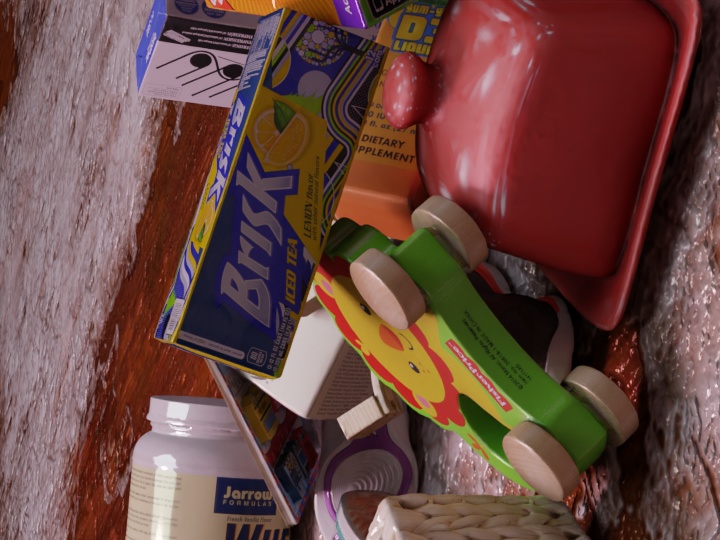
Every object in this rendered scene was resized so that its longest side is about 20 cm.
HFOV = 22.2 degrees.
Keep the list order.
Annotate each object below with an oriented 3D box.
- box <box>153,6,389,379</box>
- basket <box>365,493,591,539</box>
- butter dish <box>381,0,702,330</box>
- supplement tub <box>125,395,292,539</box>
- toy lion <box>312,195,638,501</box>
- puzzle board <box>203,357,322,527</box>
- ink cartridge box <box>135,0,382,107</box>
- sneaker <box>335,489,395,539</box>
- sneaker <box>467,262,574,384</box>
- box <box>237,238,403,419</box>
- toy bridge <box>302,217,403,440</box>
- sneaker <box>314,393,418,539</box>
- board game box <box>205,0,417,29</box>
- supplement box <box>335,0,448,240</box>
[{"bbox_3d":[-0.052,-0.043,1.054,0.064,0.070,0.201,-178,106,-74],"label":"box"},{"bbox_3d":[0.059,0.232,1.033,0.124,0.135,0.201,-114,35,-48],"label":"basket"},{"bbox_3d":[0.083,-0.094,1.041,0.200,0.147,0.201,-125,45,-61],"label":"butter dish"},{"bbox_3d":[-0.128,0.212,1.568,0.145,0.144,0.201,-179,94,-71],"label":"supplement tub"},{"bbox_3d":[0.049,0.048,1.064,0.200,0.069,0.192,48,162,2],"label":"toy lion"},{"bbox_3d":[-0.066,0.087,1.340,0.200,0.017,0.151,-65,-50,-78],"label":"puzzle board"},{"bbox_3d":[-0.064,-0.165,1.398,0.094,0.199,0.044,120,149,-50],"label":"ink cartridge box"},{"bbox_3d":[0.027,0.223,1.224,0.200,0.071,0.080,-128,48,-56],"label":"sneaker"},{"bbox_3d":[0.068,0.042,1.146,0.200,0.081,0.078,-149,66,-69],"label":"sneaker"},{"bbox_3d":[0.000,0.000,1.251,0.068,0.082,0.201,31,100,27],"label":"box"},{"bbox_3d":[-0.020,0.007,1.200,0.067,0.027,0.201,-33,71,24],"label":"toy bridge"},{"bbox_3d":[0.009,0.113,1.349,0.100,0.074,0.201,-21,-66,-85],"label":"sneaker"},{"bbox_3d":[-0.002,-0.283,1.093,0.200,0.199,0.201,20,136,57],"label":"board game box"},{"bbox_3d":[0.041,-0.121,1.173,0.069,0.066,0.201,61,-136,-59],"label":"supplement box"}]
